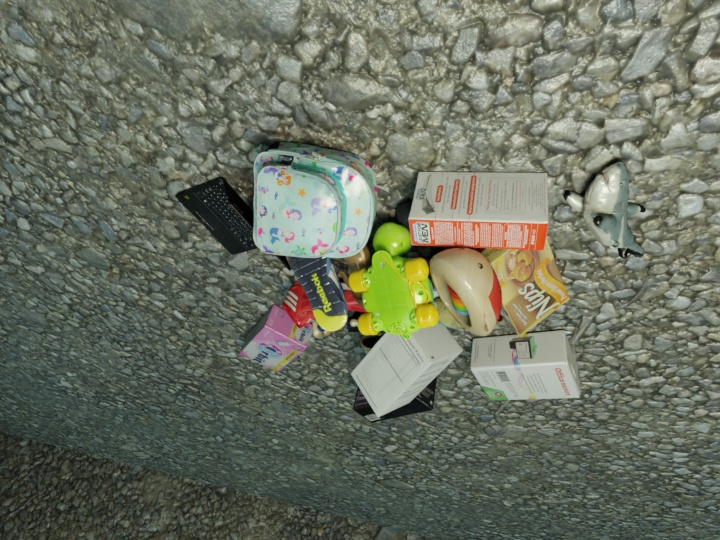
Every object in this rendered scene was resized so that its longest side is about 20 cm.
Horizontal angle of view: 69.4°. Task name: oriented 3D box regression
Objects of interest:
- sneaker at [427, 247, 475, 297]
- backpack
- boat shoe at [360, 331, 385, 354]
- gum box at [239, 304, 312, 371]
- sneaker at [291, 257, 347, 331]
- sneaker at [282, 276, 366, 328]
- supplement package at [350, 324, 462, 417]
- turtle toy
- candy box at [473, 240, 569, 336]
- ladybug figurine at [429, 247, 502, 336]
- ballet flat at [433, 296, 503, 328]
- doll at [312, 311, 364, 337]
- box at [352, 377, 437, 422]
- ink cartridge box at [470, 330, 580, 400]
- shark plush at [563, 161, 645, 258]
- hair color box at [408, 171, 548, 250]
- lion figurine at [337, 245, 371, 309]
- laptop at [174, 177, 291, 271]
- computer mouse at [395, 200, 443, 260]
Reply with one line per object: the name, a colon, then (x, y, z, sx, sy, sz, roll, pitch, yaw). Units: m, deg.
sneaker: (0.167, 0.013, 0.940, 0.199, 0.076, 0.088, -35, 133, 30)
backpack: (-0.072, -0.106, 0.833, 0.198, 0.151, 0.179, 7, 116, 0)
boat shoe: (0.083, 0.170, 1.179, 0.199, 0.074, 0.069, -13, 135, 37)
gum box: (-0.213, 0.176, 1.293, 0.113, 0.066, 0.200, 30, 140, -15)
sneaker: (-0.077, 0.019, 0.998, 0.073, 0.202, 0.082, -18, 175, 7)
sneaker: (-0.069, 0.082, 1.069, 0.199, 0.116, 0.079, 11, 145, 25)
supplement package: (0.091, 0.188, 1.060, 0.109, 0.114, 0.200, -9, 146, -45)
turtle toy: (0.063, 0.018, 0.883, 0.145, 0.101, 0.202, -10, 93, 29)
candy box: (0.277, 0.012, 0.894, 0.115, 0.055, 0.200, -37, 129, 0)
ladybug figurine: (0.174, 0.031, 0.828, 0.136, 0.072, 0.200, 48, 172, 32)
ballet flat: (0.212, 0.074, 0.991, 0.199, 0.071, 0.070, 13, 151, -42)
doll: (0.002, 0.111, 1.112, 0.199, 0.049, 0.136, -8, 178, 27)
box: (0.086, 0.271, 1.251, 0.079, 0.142, 0.199, 40, 135, -25)
ink cartridge box: (0.359, 0.210, 1.129, 0.199, 0.084, 0.145, -10, 135, 29)
shark plush: (0.400, -0.073, 0.790, 0.083, 0.091, 0.200, -41, 115, 13)
hair color box: (0.181, -0.093, 0.798, 0.198, 0.111, 0.064, 4, 141, 15)
lion figurine: (0.000, 0.000, 0.963, 0.072, 0.123, 0.201, -35, 141, -8)
laptop: (-0.240, -0.072, 0.971, 0.199, 0.104, 0.178, -12, 134, 30)
computer mouse: (0.116, -0.048, 0.938, 0.058, 0.034, 0.200, -11, 135, 28)
